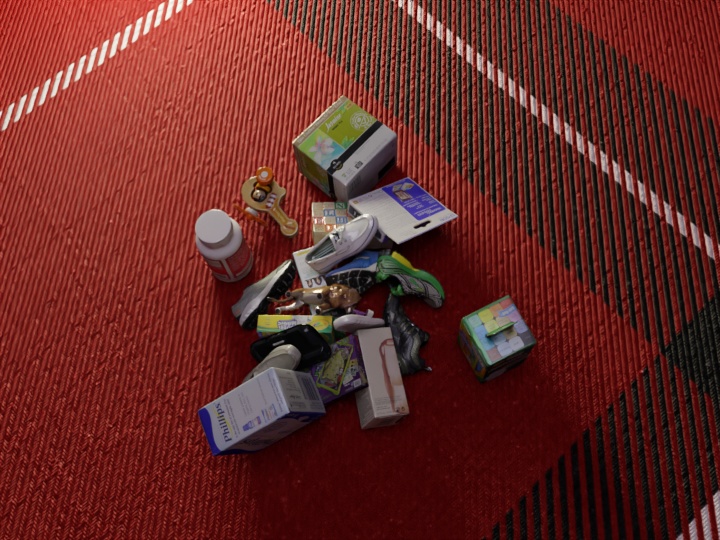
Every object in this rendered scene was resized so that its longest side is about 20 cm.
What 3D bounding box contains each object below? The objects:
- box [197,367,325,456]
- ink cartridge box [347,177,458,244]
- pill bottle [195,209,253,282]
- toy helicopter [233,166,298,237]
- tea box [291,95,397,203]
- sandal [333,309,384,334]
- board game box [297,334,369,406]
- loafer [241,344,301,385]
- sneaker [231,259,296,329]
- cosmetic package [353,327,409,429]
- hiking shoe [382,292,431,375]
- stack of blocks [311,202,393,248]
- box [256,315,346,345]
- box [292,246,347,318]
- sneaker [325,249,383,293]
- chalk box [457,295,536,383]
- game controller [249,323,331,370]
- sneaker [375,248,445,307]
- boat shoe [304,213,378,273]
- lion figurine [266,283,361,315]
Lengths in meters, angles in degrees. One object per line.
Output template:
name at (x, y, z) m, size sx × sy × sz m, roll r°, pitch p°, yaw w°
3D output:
box at (-0.206, 0.302, 1.435) m, size 0.199 × 0.184 × 0.106 m, roll -30°, pitch 69°, yaw 13°
ink cartridge box at (0.102, -0.137, 1.640) m, size 0.197 × 0.044 × 0.200 m, roll -24°, pitch 48°, yaw -28°
pill bottle at (-0.330, -0.060, 1.621) m, size 0.111 × 0.200 × 0.114 m, roll -1°, pitch 66°, yaw 2°
toy helicopter at (-0.235, -0.157, 1.728) m, size 0.132 × 0.079 × 0.200 m, roll -37°, pitch 73°, yaw -12°
tea box at (-0.038, -0.304, 1.748) m, size 0.196 × 0.134 × 0.200 m, roll 38°, pitch 73°, yaw 18°
sandal at (0.000, 0.109, 1.526) m, size 0.082 × 0.202 × 0.050 m, roll -19°, pitch 75°, yaw 16°
board game box at (-0.074, 0.236, 1.509) m, size 0.199 × 0.032 × 0.121 m, roll -29°, pitch 65°, yaw 31°
loafer at (-0.202, 0.232, 1.498) m, size 0.070 × 0.200 × 0.070 m, roll 42°, pitch 37°, yaw -7°
sneaker at (-0.235, 0.046, 1.632) m, size 0.079 × 0.074 × 0.200 m, roll 39°, pitch 82°, yaw 27°
cosmetic package at (0.036, 0.241, 1.512) m, size 0.086 × 0.104 × 0.202 m, roll -3°, pitch 66°, yaw -20°
hiking shoe at (0.110, 0.147, 1.583) m, size 0.099 × 0.076 × 0.203 m, roll -5°, pitch 72°, yaw -12°
stack of blocks at (-0.022, -0.113, 1.679) m, size 0.197 × 0.059 × 0.116 m, roll -1°, pitch 43°, yaw -6°
box at (-0.132, 0.149, 1.562) m, size 0.197 × 0.118 × 0.049 m, roll -2°, pitch 59°, yaw 3°
box at (-0.099, 0.040, 1.645) m, size 0.081 × 0.049 × 0.202 m, roll -17°, pitch 66°, yaw -5°
sneaker at (0.000, 0.000, 1.638) m, size 0.198 × 0.079 × 0.089 m, roll -15°, pitch 38°, yaw -27°
chalk box at (0.299, 0.148, 1.492) m, size 0.124 × 0.200 × 0.125 m, roll -24°, pitch 67°, yaw -8°
game controller at (-0.161, 0.181, 1.519) m, size 0.199 × 0.105 × 0.042 m, roll -22°, pitch 18°, yaw 32°
sneaker at (0.113, 0.037, 1.588) m, size 0.199 × 0.078 × 0.086 m, roll 31°, pitch 60°, yaw -18°
boat shoe at (-0.046, -0.064, 1.578) m, size 0.200 × 0.067 × 0.074 m, roll -42°, pitch 58°, yaw 16°
lion figurine at (-0.105, 0.063, 1.561) m, size 0.198 × 0.122 × 0.073 m, roll 8°, pitch 105°, yaw 24°
